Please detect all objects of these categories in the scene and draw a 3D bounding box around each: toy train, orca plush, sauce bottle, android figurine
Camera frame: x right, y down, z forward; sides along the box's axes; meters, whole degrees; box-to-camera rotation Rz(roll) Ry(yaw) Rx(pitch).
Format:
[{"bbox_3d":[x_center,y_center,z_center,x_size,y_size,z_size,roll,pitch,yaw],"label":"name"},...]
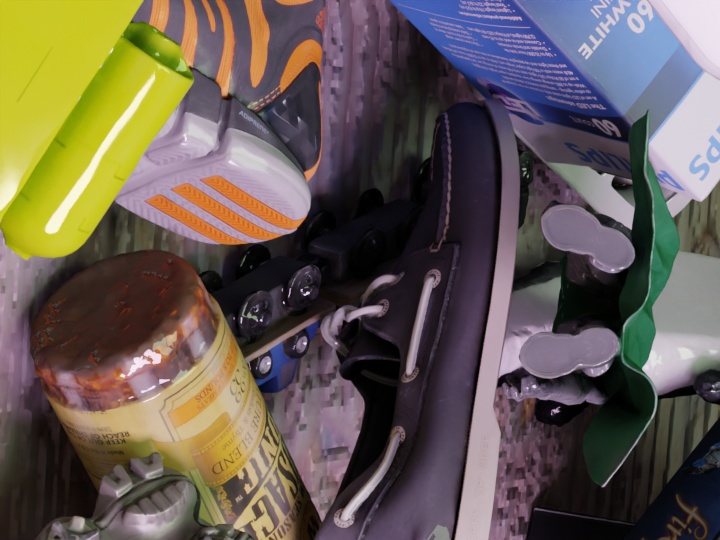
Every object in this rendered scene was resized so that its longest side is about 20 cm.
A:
[{"bbox_3d":[0.000,0.000,1.052,0.200,0.034,0.046,-28,128,-48],"label":"toy train"},{"bbox_3d":[0.092,0.044,1.150,0.200,0.105,0.071,-24,146,-51],"label":"orca plush"},{"bbox_3d":[-0.046,0.085,0.979,0.066,0.066,0.200,-53,135,-33],"label":"sauce bottle"},{"bbox_3d":[-0.137,-0.067,0.791,0.182,0.041,0.200,30,96,-23],"label":"android figurine"}]

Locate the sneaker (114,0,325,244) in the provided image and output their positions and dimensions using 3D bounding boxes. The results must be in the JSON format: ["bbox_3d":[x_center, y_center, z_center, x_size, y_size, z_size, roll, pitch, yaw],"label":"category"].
[{"bbox_3d":[-0.085,-0.096,0.901,0.200,0.077,0.112,35,53,-43],"label":"sneaker"}]

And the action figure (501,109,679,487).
[{"bbox_3d":[0.082,0.014,1.008,0.200,0.054,0.119,34,67,-82],"label":"action figure"}]

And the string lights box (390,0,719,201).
[{"bbox_3d":[0.045,-0.112,0.983,0.200,0.103,0.059,43,78,-29],"label":"string lights box"}]

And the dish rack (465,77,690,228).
[{"bbox_3d":[0.123,-0.128,1.128,0.200,0.044,0.172,-51,138,0],"label":"dish rack"}]

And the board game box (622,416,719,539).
[{"bbox_3d":[0.154,0.118,1.130,0.200,0.035,0.136,-47,139,-37],"label":"board game box"}]

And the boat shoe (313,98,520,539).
[{"bbox_3d":[0.018,0.024,0.987,0.073,0.062,0.201,99,-3,-60],"label":"boat shoe"}]

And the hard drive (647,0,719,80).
[{"bbox_3d":[0.084,-0.153,0.946,0.132,0.027,0.200,49,21,-18],"label":"hard drive"}]

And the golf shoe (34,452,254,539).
[{"bbox_3d":[-0.118,0.141,0.888,0.200,0.078,0.097,-25,151,-29],"label":"golf shoe"}]

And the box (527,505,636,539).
[{"bbox_3d":[0.119,0.209,1.204,0.141,0.079,0.201,18,81,-49],"label":"box"}]
